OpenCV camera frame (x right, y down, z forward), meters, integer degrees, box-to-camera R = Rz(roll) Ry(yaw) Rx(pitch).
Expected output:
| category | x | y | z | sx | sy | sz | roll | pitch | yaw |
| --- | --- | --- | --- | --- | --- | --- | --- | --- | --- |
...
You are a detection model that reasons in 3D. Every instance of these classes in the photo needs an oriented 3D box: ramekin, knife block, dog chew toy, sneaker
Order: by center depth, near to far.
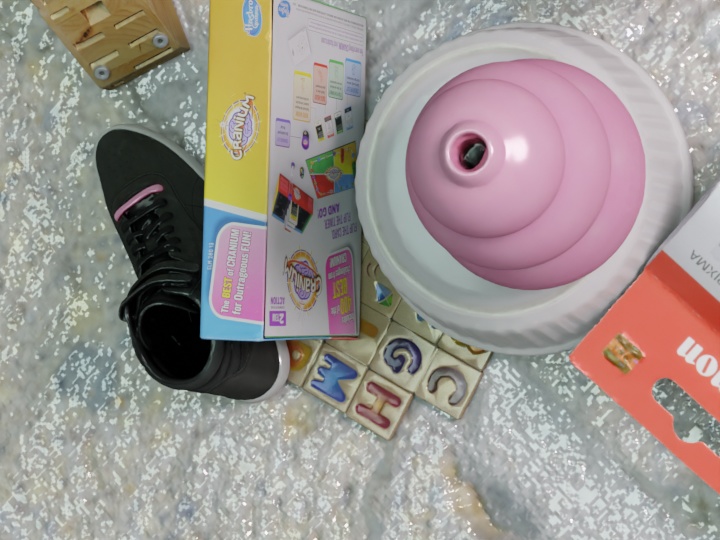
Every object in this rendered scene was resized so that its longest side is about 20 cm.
| category | x | y | z | sx | sy | sz | roll | pitch | yaw |
| --- | --- | --- | --- | --- | --- | --- | --- | --- | --- |
| dog chew toy | 0.078 | -0.053 | 1.224 | 0.124 | 0.200 | 0.125 | 0 | 88 | 16 |
| ramekin | 0.089 | -0.050 | 1.374 | 0.201 | 0.094 | 0.203 | 0 | 88 | 15 |
| sneaker | -0.119 | -0.008 | 1.446 | 0.071 | 0.099 | 0.200 | -34 | 77 | 18 |
| knife block | -0.185 | -0.240 | 1.509 | 0.064 | 0.176 | 0.200 | -25 | 126 | 19 |

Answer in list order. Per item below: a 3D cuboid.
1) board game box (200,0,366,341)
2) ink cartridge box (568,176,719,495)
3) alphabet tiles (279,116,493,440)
| category | x | y | z | sx | sy | sz | roll | pitch | yaw |
| --- | --- | --- | --- | --- | --- | --- | --- | --- | --- |
| board game box | -0.043 | -0.059 | 1.391 | 0.040 | 0.153 | 0.201 | 1 | 89 | 21 |
| ink cartridge box | 0.241 | 0.025 | 1.315 | 0.162 | 0.057 | 0.200 | 42 | 86 | 4 |
| alphabet tiles | 0.000 | 0.000 | 1.458 | 0.200 | 0.006 | 0.167 | 30 | 98 | 18 |
